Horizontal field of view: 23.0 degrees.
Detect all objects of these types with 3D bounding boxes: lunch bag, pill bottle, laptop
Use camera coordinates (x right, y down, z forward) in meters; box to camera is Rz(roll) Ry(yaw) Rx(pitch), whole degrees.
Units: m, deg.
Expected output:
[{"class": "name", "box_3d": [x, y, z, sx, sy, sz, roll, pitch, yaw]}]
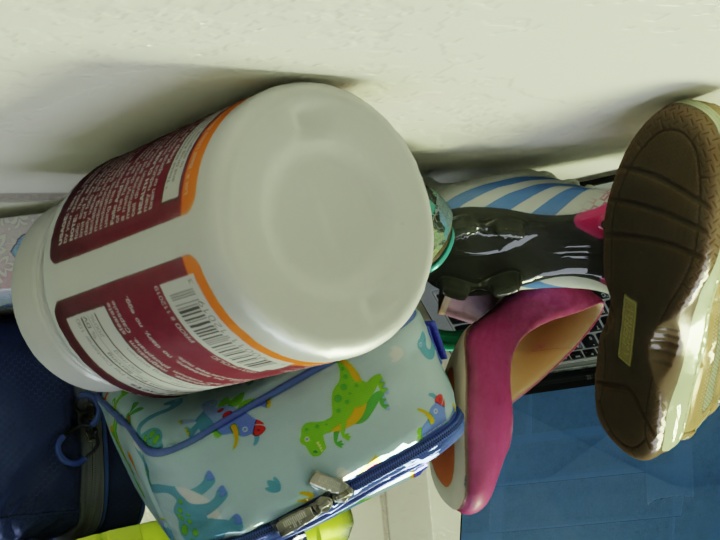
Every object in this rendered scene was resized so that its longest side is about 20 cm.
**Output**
[{"class": "lunch bag", "box_3d": [-0.202, 0.099, 1.043, 0.131, 0.137, 0.199, -2, 170, -33]}, {"class": "pill bottle", "box_3d": [-0.069, -0.005, 0.780, 0.113, 0.115, 0.199, 0, 171, -37]}, {"class": "lunch bag", "box_3d": [-0.041, 0.070, 0.888, 0.160, 0.083, 0.200, -27, -168, -13]}, {"class": "laptop", "box_3d": [0.110, 0.069, 1.046, 0.186, 0.201, 0.116, -11, -150, 37]}]

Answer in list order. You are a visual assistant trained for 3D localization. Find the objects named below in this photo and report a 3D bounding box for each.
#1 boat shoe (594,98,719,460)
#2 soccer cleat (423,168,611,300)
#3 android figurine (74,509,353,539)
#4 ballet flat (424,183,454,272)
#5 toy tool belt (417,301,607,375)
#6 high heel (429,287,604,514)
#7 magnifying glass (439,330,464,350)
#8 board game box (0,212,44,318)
[{"class": "boat shoe", "box_3d": [0.164, -0.001, 0.873, 0.076, 0.072, 0.201, -19, 135, -27]}, {"class": "soccer cleat", "box_3d": [0.120, -0.025, 0.936, 0.198, 0.070, 0.087, 3, -151, -7]}, {"class": "android figurine", "box_3d": [-0.105, 0.160, 0.984, 0.199, 0.041, 0.181, -7, 169, -41]}, {"class": "ballet flat", "box_3d": [-0.044, -0.020, 0.914, 0.199, 0.075, 0.074, -15, 168, 35]}, {"class": "toy tool belt", "box_3d": [0.129, 0.013, 1.160, 0.199, 0.126, 0.123, -8, -148, 36]}, {"class": "high heel", "box_3d": [0.088, 0.057, 0.923, 0.095, 0.201, 0.068, 15, 130, -7]}, {"class": "magnifying glass", "box_3d": [0.000, 0.000, 1.016, 0.198, 0.080, 0.022, 6, -167, -8]}, {"class": "board game box", "box_3d": [-0.204, 0.005, 1.023, 0.198, 0.044, 0.199, -6, 174, 7]}]
